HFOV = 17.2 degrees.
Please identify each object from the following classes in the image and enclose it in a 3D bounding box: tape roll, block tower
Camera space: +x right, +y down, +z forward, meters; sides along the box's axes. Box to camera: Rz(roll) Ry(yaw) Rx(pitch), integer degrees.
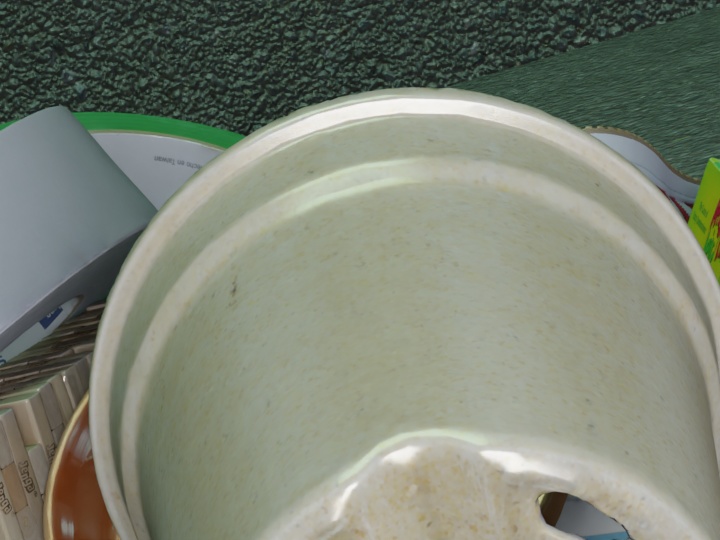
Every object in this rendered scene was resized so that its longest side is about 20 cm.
[{"bbox_3d":[-0.176,0.022,0.992,0.200,0.066,0.200,-42,-1,-1],"label":"tape roll"},{"bbox_3d":[-0.118,0.060,0.953,0.054,0.058,0.200,-12,10,24],"label":"block tower"},{"bbox_3d":[-0.107,-0.023,1.206,0.199,0.048,0.201,9,22,-4],"label":"tape roll"}]

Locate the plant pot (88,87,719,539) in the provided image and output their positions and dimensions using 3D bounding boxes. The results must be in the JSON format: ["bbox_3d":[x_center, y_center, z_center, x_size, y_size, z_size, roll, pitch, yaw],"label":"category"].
[{"bbox_3d":[0.021,0.072,0.641,0.199,0.201,0.184,-16,20,2],"label":"plant pot"}]

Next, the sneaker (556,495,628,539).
[{"bbox_3d":[0.132,0.048,0.870,0.199,0.081,0.076,-11,8,25],"label":"sneaker"}]

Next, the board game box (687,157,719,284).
[{"bbox_3d":[0.200,-0.001,1.013,0.101,0.048,0.200,17,9,-1],"label":"board game box"}]

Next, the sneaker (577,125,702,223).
[{"bbox_3d":[0.151,0.009,1.191,0.071,0.113,0.200,-13,-21,34],"label":"sneaker"}]

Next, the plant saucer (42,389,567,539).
[{"bbox_3d":[-0.018,0.073,0.862,0.199,0.032,0.201,-13,45,13],"label":"plant saucer"}]
